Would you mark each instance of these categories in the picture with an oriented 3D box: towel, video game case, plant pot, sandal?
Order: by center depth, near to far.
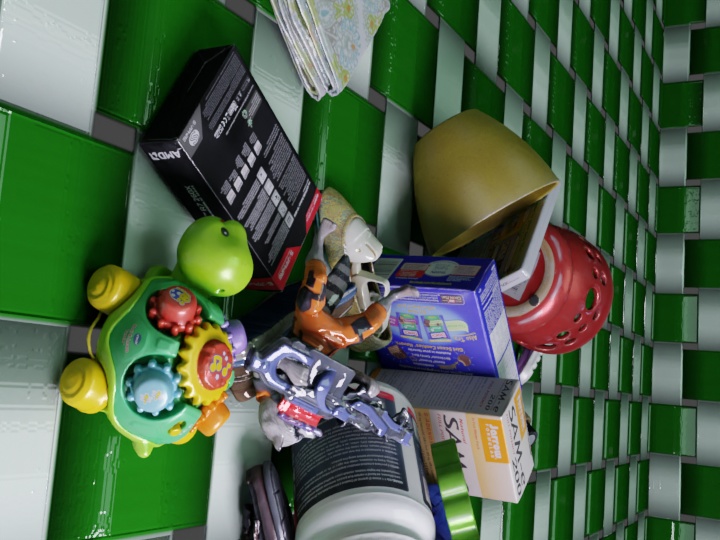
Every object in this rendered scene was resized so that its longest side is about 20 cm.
[{"bbox_3d":[-0.036,-0.314,0.951,0.202,0.047,0.173,-65,145,-36],"label":"towel"},{"bbox_3d":[0.149,-0.130,1.165,0.199,0.198,0.144,-17,77,-59],"label":"plant pot"},{"bbox_3d":[0.199,-0.032,1.249,0.022,0.181,0.202,41,49,-15],"label":"video game case"},{"bbox_3d":[0.277,0.019,1.368,0.181,0.197,0.205,21,72,-49],"label":"plant pot"},{"bbox_3d":[0.309,0.114,1.558,0.049,0.083,0.205,32,54,-6],"label":"sandal"}]

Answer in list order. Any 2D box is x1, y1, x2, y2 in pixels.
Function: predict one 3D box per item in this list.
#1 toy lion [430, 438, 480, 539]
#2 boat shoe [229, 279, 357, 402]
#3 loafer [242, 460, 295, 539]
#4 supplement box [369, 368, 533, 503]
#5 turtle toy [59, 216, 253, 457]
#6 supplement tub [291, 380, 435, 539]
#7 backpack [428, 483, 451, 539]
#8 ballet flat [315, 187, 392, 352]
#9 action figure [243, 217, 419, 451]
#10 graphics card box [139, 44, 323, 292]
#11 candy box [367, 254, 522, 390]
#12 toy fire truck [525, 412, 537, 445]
[{"bbox_3d":[0.111,0.283,0.875,0.193,0.067,0.203,-101,175,-56],"label":"toy lion"},{"bbox_3d":[-0.073,0.066,0.877,0.199,0.071,0.074,-28,120,-46],"label":"boat shoe"},{"bbox_3d":[-0.090,0.287,0.851,0.072,0.062,0.204,-101,178,-72],"label":"loafer"},{"bbox_3d":[0.100,0.197,1.045,0.074,0.196,0.128,-46,129,-49],"label":"supplement box"},{"bbox_3d":[-0.146,0.051,0.703,0.145,0.099,0.204,38,58,-54],"label":"turtle toy"},{"bbox_3d":[0.001,0.225,0.864,0.202,0.138,0.142,-98,165,-49],"label":"supplement tub"},{"bbox_3d":[0.039,0.338,0.971,0.199,0.159,0.172,-4,82,-69],"label":"backpack"},{"bbox_3d":[0.000,0.000,0.998,0.071,0.069,0.204,-38,123,-53],"label":"ballet flat"},{"bbox_3d":[-0.025,0.083,0.806,0.199,0.104,0.196,41,75,-31],"label":"action figure"},{"bbox_3d":[-0.113,-0.091,0.811,0.201,0.050,0.127,60,42,-44],"label":"graphics card box"},{"bbox_3d":[0.101,0.085,1.076,0.077,0.166,0.203,-47,131,-44],"label":"candy box"},{"bbox_3d":[0.158,0.292,1.213,0.173,0.129,0.203,-24,141,-24],"label":"toy fire truck"}]
